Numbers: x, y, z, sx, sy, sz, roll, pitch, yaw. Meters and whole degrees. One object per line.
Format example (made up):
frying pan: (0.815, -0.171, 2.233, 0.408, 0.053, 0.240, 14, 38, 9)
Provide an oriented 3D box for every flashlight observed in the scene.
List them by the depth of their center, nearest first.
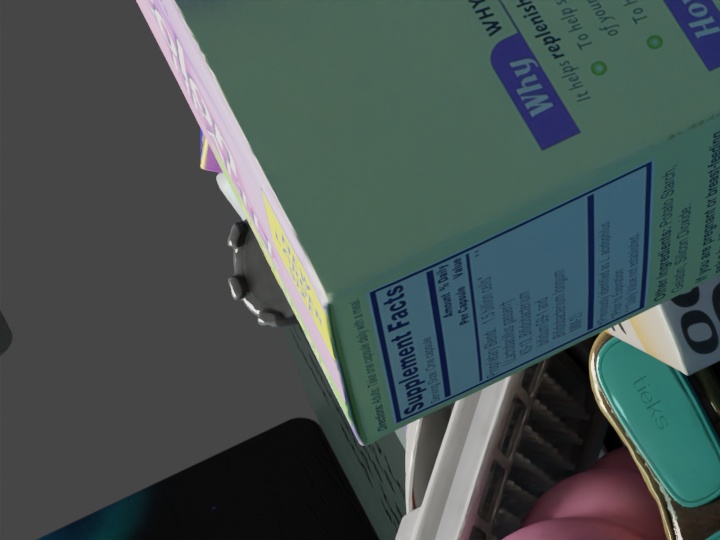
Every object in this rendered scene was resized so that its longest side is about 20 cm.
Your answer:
flashlight: (0.000, 0.000, 1.113, 0.068, 0.068, 0.200, 48, -159, 15)

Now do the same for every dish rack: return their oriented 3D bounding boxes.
dish rack: (0.075, 0.106, 1.144, 0.043, 0.173, 0.200, 14, 170, 22)

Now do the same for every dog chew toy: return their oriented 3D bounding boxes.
dog chew toy: (0.122, 0.154, 1.072, 0.200, 0.124, 0.125, -49, -58, -52)

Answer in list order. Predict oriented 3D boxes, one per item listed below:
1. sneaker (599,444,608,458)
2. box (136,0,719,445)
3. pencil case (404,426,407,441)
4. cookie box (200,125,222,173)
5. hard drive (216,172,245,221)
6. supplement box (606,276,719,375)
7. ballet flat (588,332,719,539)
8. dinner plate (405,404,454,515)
sneaker: (0.130, 0.113, 1.321, 0.099, 0.075, 0.201, 34, 154, 41)
box: (0.047, -0.083, 0.596, 0.176, 0.199, 0.097, 61, 172, 25)
pencil case: (0.071, 0.099, 1.576, 0.085, 0.084, 0.200, 30, 166, 7)
cookie box: (-0.034, -0.149, 1.100, 0.200, 0.075, 0.172, -104, 24, -72)
hard drive: (0.009, -0.048, 1.247, 0.132, 0.027, 0.200, 53, 140, 1)
supplement box: (0.102, -0.044, 0.855, 0.127, 0.073, 0.200, 66, 173, -10)
ballet flat: (0.170, 0.109, 1.004, 0.063, 0.068, 0.201, -5, -109, -67)
dinner plate: (0.062, 0.068, 1.174, 0.024, 0.201, 0.201, 14, 147, 22)
